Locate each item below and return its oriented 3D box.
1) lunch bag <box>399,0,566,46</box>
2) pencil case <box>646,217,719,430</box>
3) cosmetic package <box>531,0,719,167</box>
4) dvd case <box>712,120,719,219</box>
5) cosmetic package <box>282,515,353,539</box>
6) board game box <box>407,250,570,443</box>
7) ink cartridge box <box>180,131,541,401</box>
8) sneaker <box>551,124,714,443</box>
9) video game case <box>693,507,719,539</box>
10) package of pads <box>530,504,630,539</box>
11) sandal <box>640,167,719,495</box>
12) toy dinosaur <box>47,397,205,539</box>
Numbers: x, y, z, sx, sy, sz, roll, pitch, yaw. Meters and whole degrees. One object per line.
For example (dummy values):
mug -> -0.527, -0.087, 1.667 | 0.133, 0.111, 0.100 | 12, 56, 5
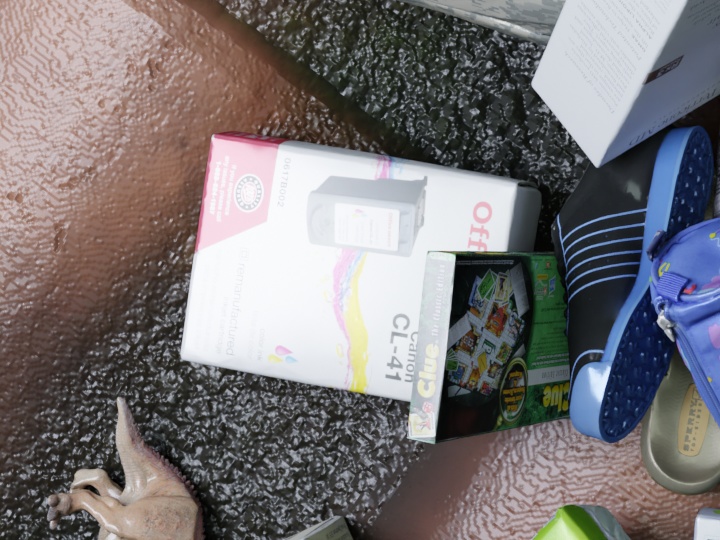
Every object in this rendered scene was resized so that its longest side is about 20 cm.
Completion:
lunch bag -> 0.071, -0.218, 1.162 | 0.199, 0.168, 0.140 | 19, 96, 13
pencil case -> 0.231, 0.063, 1.133 | 0.087, 0.078, 0.201 | -32, 116, -8
cosmetic package -> 0.170, -0.147, 1.080 | 0.101, 0.200, 0.074 | -31, 72, -18
dvd case -> 0.232, -0.132, 1.119 | 0.016, 0.149, 0.202 | 6, 83, -3
cosmetic package -> -0.013, 0.264, 1.232 | 0.071, 0.105, 0.201 | -25, 87, 13
board game box -> 0.085, 0.041, 1.150 | 0.023, 0.200, 0.106 | 5, 92, 28
ink cartridge box -> 0.000, 0.000, 1.230 | 0.199, 0.086, 0.149 | 9, 94, 15
sneaker -> 0.147, 0.003, 1.166 | 0.078, 0.070, 0.201 | 7, 68, 35
video game case -> 0.284, 0.253, 1.185 | 0.180, 0.045, 0.202 | 6, 93, 16
package of pads -> 0.143, 0.262, 1.180 | 0.155, 0.068, 0.200 | -48, 66, 22
sandal -> 0.206, 0.037, 1.192 | 0.080, 0.054, 0.202 | 7, 89, 13
toy dinosaur -> -0.132, 0.189, 1.275 | 0.135, 0.086, 0.201 | 5, 77, 4
